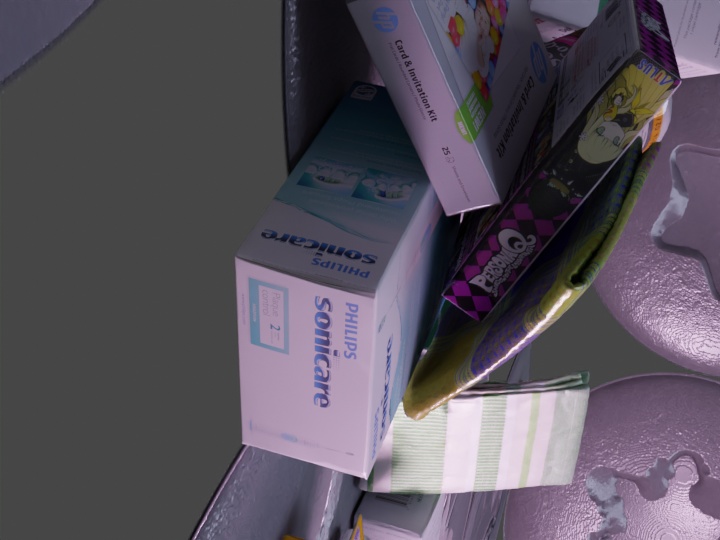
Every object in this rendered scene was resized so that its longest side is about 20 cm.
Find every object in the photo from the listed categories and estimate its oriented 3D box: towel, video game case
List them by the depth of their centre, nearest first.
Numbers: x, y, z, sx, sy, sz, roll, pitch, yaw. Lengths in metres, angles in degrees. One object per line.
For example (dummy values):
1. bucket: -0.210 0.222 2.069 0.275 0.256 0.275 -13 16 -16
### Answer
1. towel: 0.097 0.008 0.713 0.144 0.023 0.200 -56 -173 -36
2. video game case: 0.124 -0.082 0.725 0.182 0.036 0.200 -53 -174 25
3. towel: 0.096 0.146 1.023 0.024 0.198 0.153 -97 -175 -45

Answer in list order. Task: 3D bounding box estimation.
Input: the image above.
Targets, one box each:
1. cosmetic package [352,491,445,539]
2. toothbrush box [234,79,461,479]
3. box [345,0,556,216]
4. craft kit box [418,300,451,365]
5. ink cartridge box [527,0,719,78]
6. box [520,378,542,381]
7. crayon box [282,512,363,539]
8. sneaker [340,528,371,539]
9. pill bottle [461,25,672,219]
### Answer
1. cosmetic package: 0.033 0.294 1.149 0.102 0.073 0.202 -56 154 -54
2. toothbrush box: 0.000 0.000 0.712 0.201 0.085 0.147 -63 161 -48
3. box: 0.047 -0.157 0.671 0.201 0.041 0.156 63 34 -27
4. craft kit box: 0.079 0.068 1.102 0.201 0.048 0.199 -81 171 -46
5. ink cartridge box: 0.227 -0.246 1.089 0.146 0.198 0.085 -156 -100 -77
6. box: 0.336 0.327 2.451 0.200 0.047 0.123 -60 159 -51
7. crayon box: -0.050 0.285 0.845 0.126 0.051 0.201 85 23 -52
8. sneaker: 0.011 0.333 1.036 0.078 0.098 0.202 -51 151 -61
9. pill bottle: 0.145 -0.120 0.950 0.199 0.116 0.117 -25 141 -20
